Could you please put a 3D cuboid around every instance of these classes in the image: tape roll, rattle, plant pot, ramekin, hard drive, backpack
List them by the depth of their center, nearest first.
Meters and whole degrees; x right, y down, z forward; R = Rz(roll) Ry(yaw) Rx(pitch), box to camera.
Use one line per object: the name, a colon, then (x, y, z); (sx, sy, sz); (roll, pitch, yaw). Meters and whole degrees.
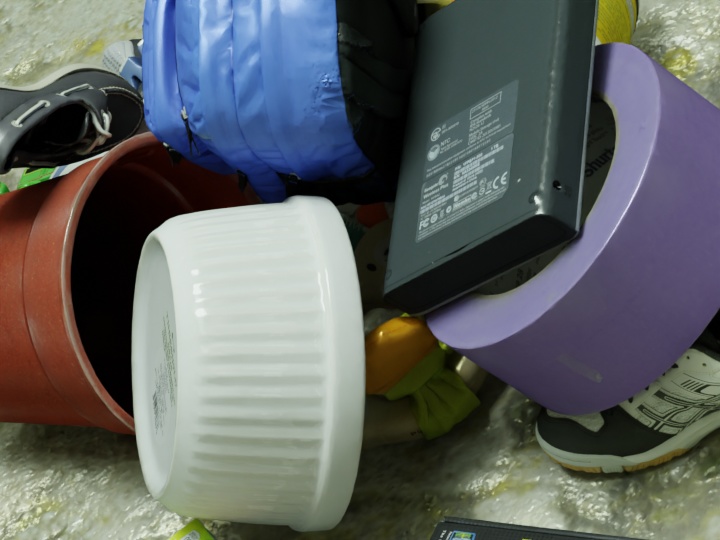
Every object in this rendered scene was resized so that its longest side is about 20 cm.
tape roll: (0.130, -0.024, 1.398); (0.200, 0.085, 0.200); (-41, 31, 31)
hard drive: (0.076, -0.086, 1.405); (0.139, 0.033, 0.200); (-28, 43, 44)
ramekin: (-0.071, 0.056, 1.444); (0.105, 0.200, 0.200); (-1, 35, -15)
backpack: (-0.050, -0.123, 1.482); (0.167, 0.200, 0.163); (-7, 79, 7)
rattle: (0.000, 0.000, 1.505); (0.130, 0.143, 0.200); (-22, 58, 28)
plant pot: (-0.189, 0.020, 1.609); (0.195, 0.201, 0.201); (-7, 44, 40)

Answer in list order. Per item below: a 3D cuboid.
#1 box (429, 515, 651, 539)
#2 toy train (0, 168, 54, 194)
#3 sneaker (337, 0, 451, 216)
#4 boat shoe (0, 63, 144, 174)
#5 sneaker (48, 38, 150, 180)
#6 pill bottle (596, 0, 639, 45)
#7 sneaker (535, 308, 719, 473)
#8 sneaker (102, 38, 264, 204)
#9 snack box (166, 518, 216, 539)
box: (0.077, 0.228, 1.304); (0.160, 0.044, 0.200); (3, 50, 37)
toy train: (-0.230, -0.060, 1.838); (0.200, 0.042, 0.056); (-17, 29, 18)
sneaker: (0.006, -0.117, 1.634); (0.075, 0.200, 0.100); (0, 28, -33)
boat shoe: (-0.193, -0.087, 1.570); (0.063, 0.200, 0.073); (30, 109, 24)
sneaker: (-0.139, -0.060, 1.690); (0.115, 0.080, 0.200); (45, 118, 28)
pill bottle: (0.114, -0.139, 1.587); (0.114, 0.114, 0.200); (-15, 25, 21)
sneaker: (0.185, 0.052, 1.390); (0.200, 0.088, 0.076); (-17, 42, 20)
sneaker: (-0.090, -0.126, 1.780); (0.114, 0.076, 0.200); (-31, 51, -29)
snack box: (-0.125, 0.260, 1.390); (0.200, 0.068, 0.169); (-39, 38, -6)
